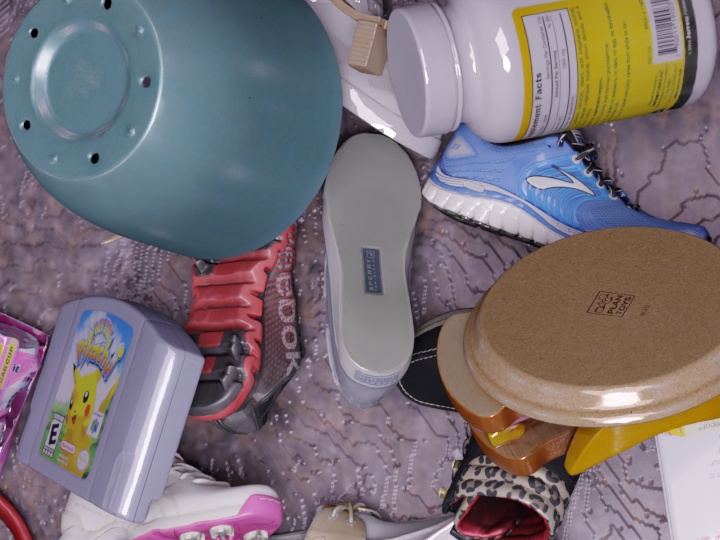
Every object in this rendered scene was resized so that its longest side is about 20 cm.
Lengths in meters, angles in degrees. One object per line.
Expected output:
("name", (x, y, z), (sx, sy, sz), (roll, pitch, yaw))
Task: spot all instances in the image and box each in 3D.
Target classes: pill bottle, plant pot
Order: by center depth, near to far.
("plant pot", (-0.137, -0.112, 1.268), (0.199, 0.161, 0.203), (-2, 86, 29))
("pill bottle", (0.123, -0.147, 1.281), (0.198, 0.112, 0.114), (-11, 80, -13))

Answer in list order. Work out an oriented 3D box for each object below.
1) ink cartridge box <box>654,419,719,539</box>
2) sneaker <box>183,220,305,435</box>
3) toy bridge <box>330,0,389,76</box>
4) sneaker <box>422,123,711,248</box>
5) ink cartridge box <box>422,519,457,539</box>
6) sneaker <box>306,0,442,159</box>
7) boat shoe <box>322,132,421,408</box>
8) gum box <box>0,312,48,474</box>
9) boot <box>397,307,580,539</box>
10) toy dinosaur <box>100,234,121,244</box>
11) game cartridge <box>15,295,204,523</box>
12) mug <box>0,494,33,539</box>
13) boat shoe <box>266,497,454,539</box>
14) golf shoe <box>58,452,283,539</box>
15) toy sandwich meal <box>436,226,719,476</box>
("ink cartridge box", (0.263, 0.093, 1.266), (0.146, 0.086, 0.202), (-9, 82, 12))
("sneaker", (-0.077, 0.025, 1.363), (0.070, 0.098, 0.202), (-2, 59, 25))
("toy bridge", (-0.061, -0.182, 1.342), (0.198, 0.027, 0.068), (13, 87, 28))
("sneaker", (0.143, -0.054, 1.316), (0.198, 0.079, 0.090), (20, 90, 15))
("ink cartridge box", (0.068, 0.260, 1.289), (0.199, 0.045, 0.177), (-34, 93, 6))
("sneaker", (0.003, -0.176, 1.366), (0.200, 0.074, 0.116), (40, 96, 16))
("boat shoe", (0.001, 0.001, 1.338), (0.069, 0.072, 0.203), (8, 56, -12))
("gum box", (-0.329, 0.068, 1.405), (0.198, 0.066, 0.115), (22, 97, 17))
("boot", (0.077, 0.101, 1.251), (0.202, 0.074, 0.154), (-4, 41, 42))
("toy dinosaur", (-0.119, -0.106, 1.405), (0.100, 0.058, 0.202), (3, 76, 28))
("game cartridge", (-0.173, 0.086, 1.329), (0.040, 0.199, 0.135), (23, 84, -30))
("mug", (-0.295, 0.256, 1.355), (0.178, 0.133, 0.200), (-45, 79, 6))
("boat shoe", (-0.012, 0.191, 1.323), (0.198, 0.075, 0.069), (-20, 85, 11))
("golf shoe", (-0.135, 0.155, 1.334), (0.199, 0.075, 0.093), (-14, 65, 35))
("toy sandwich meal", (0.148, 0.050, 1.162), (0.203, 0.206, 0.071), (-5, 124, 12))
